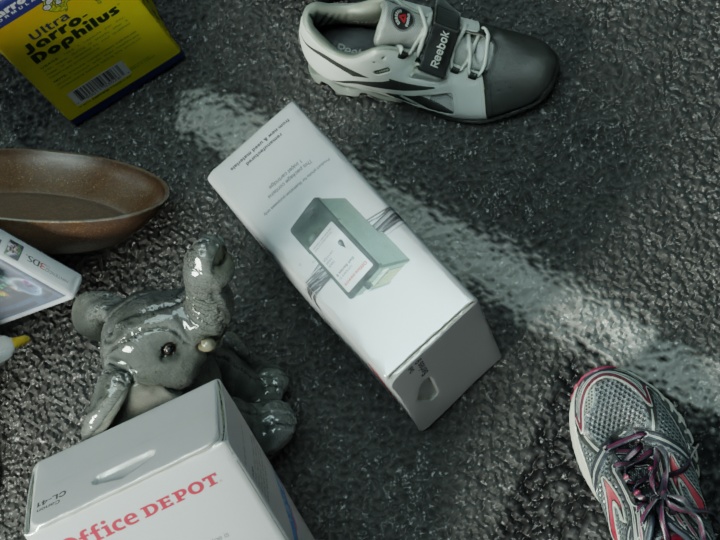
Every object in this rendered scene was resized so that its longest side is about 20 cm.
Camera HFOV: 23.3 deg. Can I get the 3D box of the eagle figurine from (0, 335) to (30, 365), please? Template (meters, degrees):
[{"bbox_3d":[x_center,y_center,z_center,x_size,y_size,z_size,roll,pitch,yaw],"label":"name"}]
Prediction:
[{"bbox_3d":[-0.304,0.071,1.228,0.151,0.200,0.151,35,79,7],"label":"eagle figurine"}]

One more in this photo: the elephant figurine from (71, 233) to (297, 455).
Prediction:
[{"bbox_3d":[-0.139,0.062,1.192,0.141,0.200,0.155,30,75,39],"label":"elephant figurine"}]

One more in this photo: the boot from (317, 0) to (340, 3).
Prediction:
[{"bbox_3d":[0.017,-0.280,1.338,0.199,0.077,0.169,24,105,-14],"label":"boot"}]

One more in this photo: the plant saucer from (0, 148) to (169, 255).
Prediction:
[{"bbox_3d":[-0.241,-0.049,1.285,0.199,0.200,0.037,10,108,16],"label":"plant saucer"}]

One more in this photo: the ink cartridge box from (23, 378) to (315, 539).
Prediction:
[{"bbox_3d":[-0.109,0.194,1.153,0.147,0.201,0.086,-25,26,5],"label":"ink cartridge box"}]

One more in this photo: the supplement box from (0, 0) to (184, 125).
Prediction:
[{"bbox_3d":[-0.228,-0.213,1.309,0.109,0.200,0.109,-31,69,2],"label":"supplement box"}]

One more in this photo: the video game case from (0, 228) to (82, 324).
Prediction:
[{"bbox_3d":[-0.317,-0.013,1.233,0.199,0.181,0.024,-17,48,52],"label":"video game case"}]

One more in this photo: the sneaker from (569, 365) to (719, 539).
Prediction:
[{"bbox_3d":[0.199,0.152,1.158,0.080,0.075,0.201,-24,68,5],"label":"sneaker"}]

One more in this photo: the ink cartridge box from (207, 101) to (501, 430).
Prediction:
[{"bbox_3d":[0.000,0.000,1.217,0.084,0.146,0.200,-41,69,-3],"label":"ink cartridge box"}]

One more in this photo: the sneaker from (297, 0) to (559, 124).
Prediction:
[{"bbox_3d":[0.046,-0.161,1.288,0.198,0.089,0.075,6,73,14],"label":"sneaker"}]
